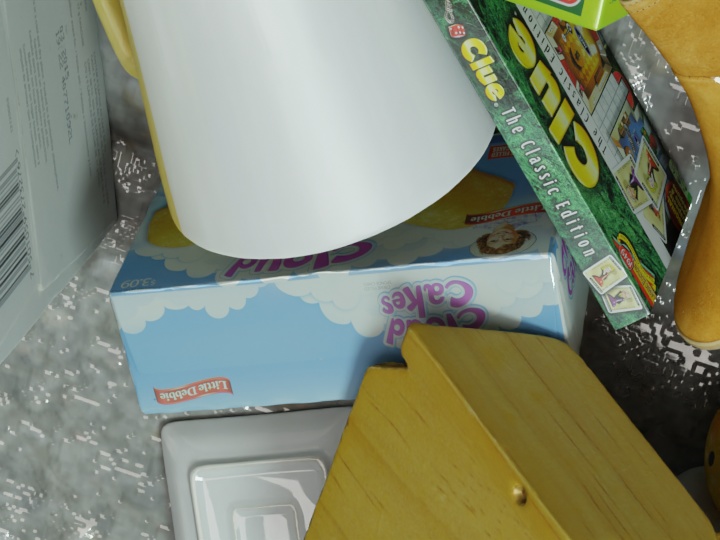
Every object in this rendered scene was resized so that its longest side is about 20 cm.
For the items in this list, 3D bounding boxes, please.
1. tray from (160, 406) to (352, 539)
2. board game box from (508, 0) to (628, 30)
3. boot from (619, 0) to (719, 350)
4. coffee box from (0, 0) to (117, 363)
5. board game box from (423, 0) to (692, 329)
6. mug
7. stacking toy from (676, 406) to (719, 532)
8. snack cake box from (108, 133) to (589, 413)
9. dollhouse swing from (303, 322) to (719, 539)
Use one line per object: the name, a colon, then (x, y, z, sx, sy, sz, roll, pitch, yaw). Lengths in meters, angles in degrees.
tray: (-0.037, 0.170, 1.219, 0.107, 0.022, 0.201, -6, 97, 14)
board game box: (0.118, -0.207, 1.005, 0.047, 0.102, 0.201, 21, 116, 22)
boot: (0.150, -0.077, 1.028, 0.144, 0.071, 0.202, 26, 96, -38)
coffee box: (-0.237, -0.077, 1.087, 0.197, 0.200, 0.201, 1, 112, 13)
board game box: (0.080, -0.084, 1.058, 0.023, 0.105, 0.200, -20, 113, 31)
mug: (-0.051, -0.107, 1.046, 0.186, 0.150, 0.154, -7, 125, 21)
stacking toy: (0.203, 0.084, 1.113, 0.146, 0.146, 0.200, 42, 129, -7)
snack cake box: (0.000, 0.000, 1.111, 0.199, 0.115, 0.067, -5, 119, 14)
dollhouse swing: (0.103, 0.130, 1.087, 0.182, 0.175, 0.201, 53, 141, 34)
